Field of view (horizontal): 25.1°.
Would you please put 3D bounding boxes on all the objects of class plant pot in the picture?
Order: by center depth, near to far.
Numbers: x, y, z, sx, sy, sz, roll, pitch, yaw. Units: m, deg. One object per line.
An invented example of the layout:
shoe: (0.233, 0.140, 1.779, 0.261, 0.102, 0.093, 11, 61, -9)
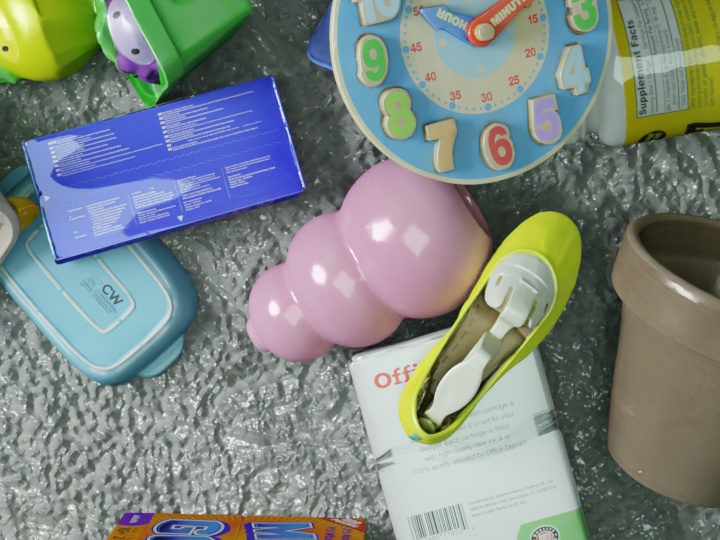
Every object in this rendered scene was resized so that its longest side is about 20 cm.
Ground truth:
plant pot: (0.267, 0.076, 1.212, 0.199, 0.200, 0.176, 16, 113, 0)

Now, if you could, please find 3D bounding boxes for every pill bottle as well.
pill bottle: (0.226, -0.156, 1.215, 0.199, 0.114, 0.115, -10, 94, 3)

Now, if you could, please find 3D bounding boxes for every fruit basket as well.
fruit basket: (-0.210, -0.211, 1.214, 0.214, 0.155, 0.217, 1, 86, -14)

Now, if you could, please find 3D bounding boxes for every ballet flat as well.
ballet flat: (0.098, 0.045, 1.175, 0.067, 0.067, 0.200, 37, 93, 1)

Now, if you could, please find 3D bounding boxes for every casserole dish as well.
casserole dish: (-0.218, 0.002, 1.276, 0.121, 0.039, 0.200, -41, 93, 4)

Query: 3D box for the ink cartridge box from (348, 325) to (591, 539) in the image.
ink cartridge box: (0.085, 0.142, 1.256, 0.145, 0.084, 0.201, -15, 92, 2)

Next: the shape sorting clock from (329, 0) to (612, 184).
shape sorting clock: (0.076, -0.157, 1.070, 0.199, 0.039, 0.201, -2, 97, -15)

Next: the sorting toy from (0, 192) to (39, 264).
sorting toy: (-0.344, -0.073, 1.227, 0.200, 0.106, 0.181, -46, 67, 38)

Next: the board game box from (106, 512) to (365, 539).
board game box: (-0.098, 0.305, 1.214, 0.198, 0.200, 0.201, 2, 95, 1)

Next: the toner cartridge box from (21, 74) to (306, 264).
toner cartridge box: (-0.150, -0.077, 1.242, 0.199, 0.043, 0.096, -16, 88, -10)

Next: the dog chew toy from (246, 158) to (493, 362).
dog chew toy: (0.000, 0.000, 1.234, 0.199, 0.125, 0.125, -31, 93, 11)

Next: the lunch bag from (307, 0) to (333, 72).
lunch bag: (0.041, -0.184, 1.181, 0.132, 0.200, 0.136, 30, 93, -19)
